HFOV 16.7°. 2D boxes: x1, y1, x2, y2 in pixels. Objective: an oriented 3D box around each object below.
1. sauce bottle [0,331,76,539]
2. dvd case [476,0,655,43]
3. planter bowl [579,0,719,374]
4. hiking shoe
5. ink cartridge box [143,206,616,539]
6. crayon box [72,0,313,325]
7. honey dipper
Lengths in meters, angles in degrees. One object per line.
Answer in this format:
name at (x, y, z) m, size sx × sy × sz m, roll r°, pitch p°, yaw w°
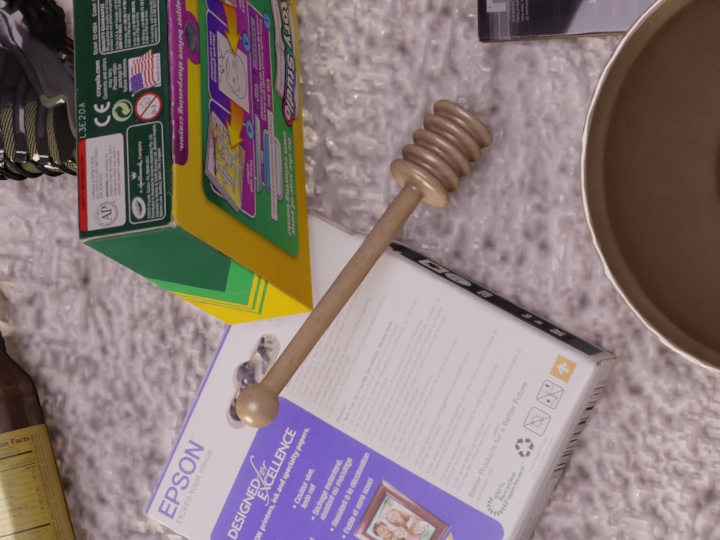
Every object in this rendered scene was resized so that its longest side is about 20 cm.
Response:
sauce bottle at (-0.206, 0.102, 1.386) m, size 0.064 × 0.065 × 0.201 m, roll -16°, pitch 85°, yaw 21°
dvd case at (0.154, -0.197, 1.260) m, size 0.199 × 0.016 × 0.150 m, roll -1°, pitch 91°, yaw 22°
planter bowl at (0.218, -0.048, 1.178) m, size 0.199 × 0.135 × 0.202 m, roll 1°, pitch 92°, yaw 20°
hiking shoe at (-0.173, -0.080, 1.368) m, size 0.200 × 0.076 × 0.101 m, roll 44°, pitch 115°, yaw 23°
ink cartridge box at (0.007, 0.090, 1.312) m, size 0.199 × 0.043 × 0.199 m, roll 28°, pitch 100°, yaw 19°
crayon box at (-0.085, -0.091, 1.247) m, size 0.058 × 0.172 × 0.201 m, roll -9°, pitch 72°, yaw 18°
honey dipper at (0.000, 0.000, 1.270) m, size 0.038 × 0.038 × 0.200 m, roll 30°, pitch 76°, yaw 17°
